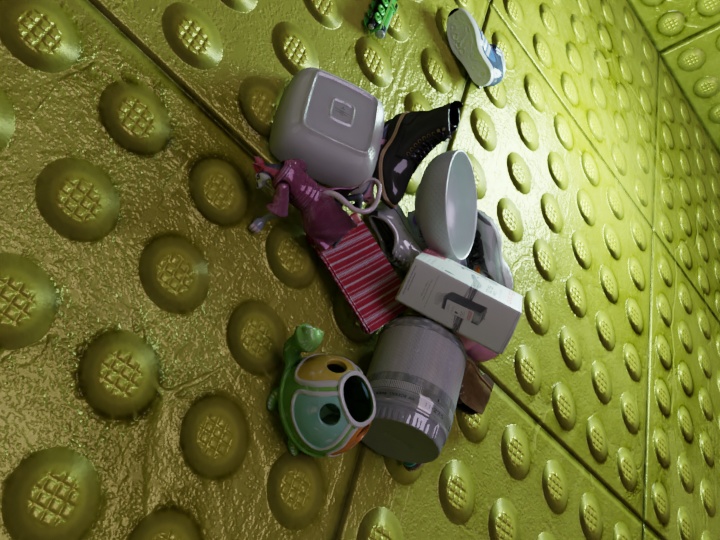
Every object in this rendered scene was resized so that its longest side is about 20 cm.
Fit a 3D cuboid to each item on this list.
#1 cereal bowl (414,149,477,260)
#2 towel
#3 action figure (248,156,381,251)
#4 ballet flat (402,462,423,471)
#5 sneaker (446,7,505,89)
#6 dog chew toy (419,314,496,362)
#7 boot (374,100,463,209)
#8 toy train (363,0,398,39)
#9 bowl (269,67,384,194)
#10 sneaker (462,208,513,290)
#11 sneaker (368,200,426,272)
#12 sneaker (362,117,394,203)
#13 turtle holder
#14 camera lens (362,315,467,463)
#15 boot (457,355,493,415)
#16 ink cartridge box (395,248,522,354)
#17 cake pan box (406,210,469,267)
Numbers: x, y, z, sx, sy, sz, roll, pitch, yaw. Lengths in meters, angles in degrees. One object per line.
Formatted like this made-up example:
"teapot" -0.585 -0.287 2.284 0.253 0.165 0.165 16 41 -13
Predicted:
"cereal bowl" 0.156 -0.122 1.278 0.199 0.081 0.206 -7 98 -63
"towel" 0.000 0.000 1.177 0.144 0.022 0.202 -27 84 -48
"action figure" -0.087 -0.116 1.066 0.198 0.147 0.137 33 55 -31
"ballet flat" 0.123 0.269 1.209 0.065 0.069 0.203 49 48 -41
"sneaker" 0.293 -0.553 1.681 0.146 0.080 0.203 -33 97 -55
"dog chew toy" 0.193 0.105 1.299 0.197 0.123 0.128 16 64 -37
"boot" 0.106 -0.216 1.217 0.077 0.136 0.205 33 59 -43
"toy train" 0.055 -0.572 1.462 0.057 0.041 0.203 48 46 -36
"bowl" -0.046 -0.255 1.172 0.196 0.075 0.204 22 58 -15
"sneaker" 0.247 -0.031 1.370 0.079 0.073 0.204 -24 93 -42
"sneaker" 0.078 -0.034 1.275 0.070 0.073 0.202 -35 93 -37
"sneaker" 0.031 -0.207 1.281 0.082 0.070 0.201 46 55 -17
"turtle holder" -0.048 0.179 1.010 0.139 0.130 0.190 10 68 -42
"camera lens" 0.086 0.192 1.125 0.160 0.158 0.203 42 50 -27
"boot" 0.188 0.211 1.295 0.199 0.073 0.077 40 57 -33
"ink cartridge box" 0.174 0.048 1.159 0.197 0.086 0.146 29 15 9
"cake pan box" 0.188 -0.029 1.394 0.197 0.052 0.189 3 76 -45
